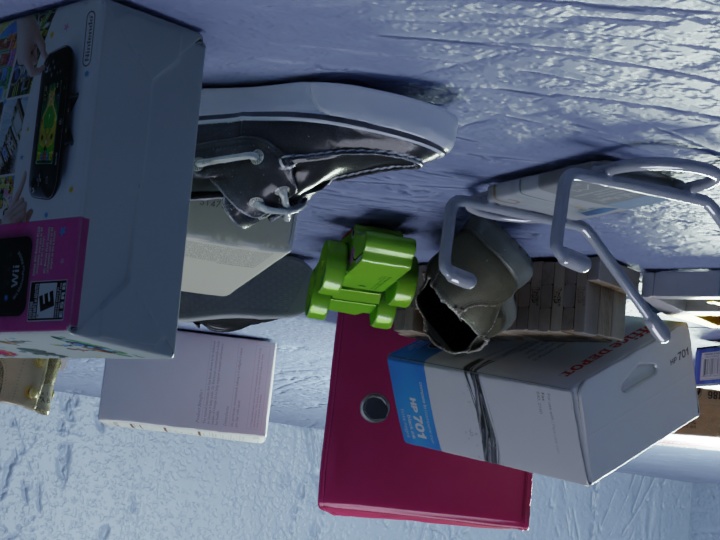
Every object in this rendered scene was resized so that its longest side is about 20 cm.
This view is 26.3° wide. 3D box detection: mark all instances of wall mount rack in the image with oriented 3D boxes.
[{"bbox_3d":[0.148,-0.010,0.883,0.173,0.075,0.200,11,170,-27],"label":"wall mount rack"}]

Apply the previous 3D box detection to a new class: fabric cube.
[{"bbox_3d":[0.073,0.152,1.521,0.199,0.197,0.200,6,170,6],"label":"fabric cube"}]

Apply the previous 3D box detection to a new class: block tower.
[{"bbox_3d":[0.111,0.025,1.172,0.200,0.058,0.054,-4,167,42],"label":"block tower"}]

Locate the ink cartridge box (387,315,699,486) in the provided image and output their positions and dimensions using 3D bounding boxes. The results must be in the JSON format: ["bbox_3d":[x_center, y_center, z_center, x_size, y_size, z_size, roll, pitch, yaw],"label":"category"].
[{"bbox_3d":[0.144,0.090,1.224,0.146,0.086,0.200,-23,-159,-38],"label":"ink cartridge box"}]

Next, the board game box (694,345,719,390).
[{"bbox_3d":[0.444,0.095,1.400,0.199,0.044,0.200,11,169,-24],"label":"board game box"}]

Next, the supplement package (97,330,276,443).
[{"bbox_3d":[-0.206,0.137,1.851,0.199,0.117,0.117,7,170,-4],"label":"supplement package"}]

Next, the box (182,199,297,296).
[{"bbox_3d":[-0.095,-0.033,0.928,0.082,0.069,0.200,9,170,-15],"label":"box"}]

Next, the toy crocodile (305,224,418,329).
[{"bbox_3d":[0.000,0.000,1.115,0.067,0.062,0.200,8,166,-8],"label":"toy crocodile"}]

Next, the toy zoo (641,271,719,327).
[{"bbox_3d":[0.298,0.022,1.138,0.200,0.021,0.131,-1,168,37],"label":"toy zoo"}]

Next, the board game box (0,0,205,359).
[{"bbox_3d":[-0.166,-0.035,0.726,0.200,0.148,0.064,-4,167,44],"label":"board game box"}]

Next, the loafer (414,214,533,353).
[{"bbox_3d":[0.064,0.018,1.059,0.075,0.070,0.200,46,168,12],"label":"loafer"}]

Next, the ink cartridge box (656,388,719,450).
[{"bbox_3d":[0.375,0.157,1.716,0.199,0.075,0.165,3,169,16],"label":"ink cartridge box"}]

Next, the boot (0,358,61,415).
[{"bbox_3d":[-0.195,0.023,1.054,0.199,0.156,0.073,6,170,3],"label":"boot"}]

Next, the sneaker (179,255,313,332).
[{"bbox_3d":[-0.144,0.015,1.229,0.200,0.071,0.099,6,166,-26],"label":"sneaker"}]

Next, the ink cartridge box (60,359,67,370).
[{"bbox_3d":[-0.332,0.017,1.288,0.199,0.050,0.161,8,148,-17],"label":"ink cartridge box"}]

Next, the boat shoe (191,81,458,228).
[{"bbox_3d":[-0.049,-0.054,0.772,0.199,0.068,0.072,3,170,19],"label":"boat shoe"}]
